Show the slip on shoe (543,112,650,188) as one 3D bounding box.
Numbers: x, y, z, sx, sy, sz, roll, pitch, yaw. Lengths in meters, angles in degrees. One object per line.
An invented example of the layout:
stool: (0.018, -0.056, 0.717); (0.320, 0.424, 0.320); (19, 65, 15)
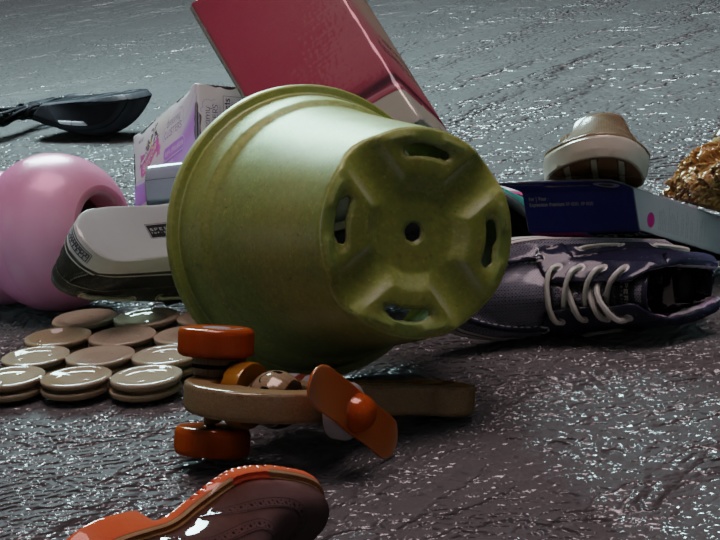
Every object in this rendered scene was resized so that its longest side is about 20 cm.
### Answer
slip on shoe: (0.173, -0.087, 1.709); (0.076, 0.061, 0.200); (4, -7, 7)

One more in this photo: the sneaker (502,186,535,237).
sneaker: (0.073, -0.029, 1.818); (0.200, 0.084, 0.121); (2, 6, 23)

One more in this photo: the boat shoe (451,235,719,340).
boat shoe: (0.153, 0.011, 1.622); (0.200, 0.075, 0.093); (-9, 7, -19)

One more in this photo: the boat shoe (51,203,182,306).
boat shoe: (-0.139, -0.010, 1.759); (0.200, 0.064, 0.071); (1, 49, -35)

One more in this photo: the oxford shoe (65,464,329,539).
oxford shoe: (-0.073, 0.154, 1.184); (0.073, 0.071, 0.200); (37, 31, 26)

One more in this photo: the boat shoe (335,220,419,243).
boat shoe: (0.000, 0.000, 1.732); (0.200, 0.063, 0.073); (-22, -22, 9)

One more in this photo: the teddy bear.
teddy bear: (0.330, -0.061, 1.781); (0.200, 0.067, 0.145); (16, 2, -7)

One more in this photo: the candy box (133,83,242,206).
candy box: (-0.070, -0.093, 1.943); (0.200, 0.072, 0.168); (3, -13, -22)

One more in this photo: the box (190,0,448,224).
box: (-0.021, -0.136, 1.768); (0.109, 0.200, 0.128); (-35, -26, 8)

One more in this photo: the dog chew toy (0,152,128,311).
dog chew toy: (-0.278, -0.026, 1.855); (0.200, 0.125, 0.125); (-5, 11, 35)

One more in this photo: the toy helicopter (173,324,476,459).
toy helicopter: (-0.010, 0.077, 1.428); (0.200, 0.079, 0.132); (1, 2, -32)

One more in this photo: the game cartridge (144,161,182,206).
game cartridge: (-0.089, -0.053, 1.873); (0.133, 0.042, 0.200); (-1, -12, 19)

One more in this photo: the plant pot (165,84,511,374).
plant pot: (-0.001, -0.023, 1.499); (0.200, 0.201, 0.184); (-11, 6, -23)

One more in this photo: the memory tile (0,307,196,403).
memory tile: (-0.176, 0.060, 1.667); (0.153, 0.017, 0.200); (-1, 15, 15)

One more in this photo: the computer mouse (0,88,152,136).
computer mouse: (-0.307, -0.175, 2.629); (0.200, 0.046, 0.140); (-4, 8, 24)

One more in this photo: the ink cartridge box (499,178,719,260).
ink cartridge box: (0.193, -0.036, 1.730); (0.095, 0.037, 0.200); (-1, -10, 36)
